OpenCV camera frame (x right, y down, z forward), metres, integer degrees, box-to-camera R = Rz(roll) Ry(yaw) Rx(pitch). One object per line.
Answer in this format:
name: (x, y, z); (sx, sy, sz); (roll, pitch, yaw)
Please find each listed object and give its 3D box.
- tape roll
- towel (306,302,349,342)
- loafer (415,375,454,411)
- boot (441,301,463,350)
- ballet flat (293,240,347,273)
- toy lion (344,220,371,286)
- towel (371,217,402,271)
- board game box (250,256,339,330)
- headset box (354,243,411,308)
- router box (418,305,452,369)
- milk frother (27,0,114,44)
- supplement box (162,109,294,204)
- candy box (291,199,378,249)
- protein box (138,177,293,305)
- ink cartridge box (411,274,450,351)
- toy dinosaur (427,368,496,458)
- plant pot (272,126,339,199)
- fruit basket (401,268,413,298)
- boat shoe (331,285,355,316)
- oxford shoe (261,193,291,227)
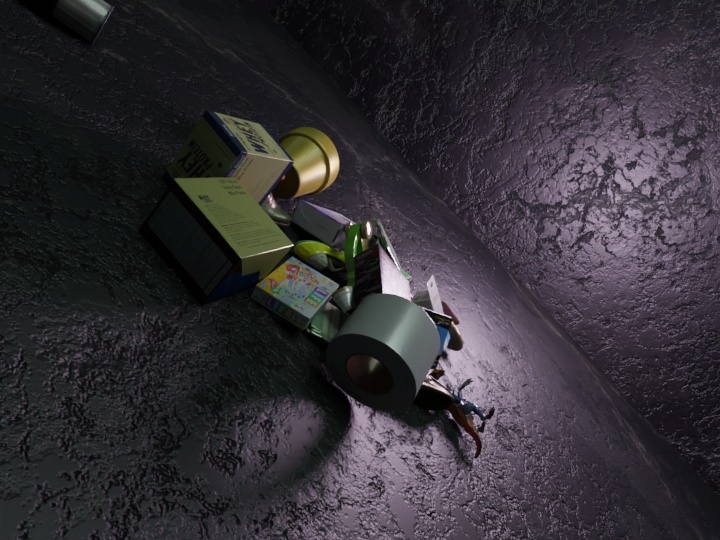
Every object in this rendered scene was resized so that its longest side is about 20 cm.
tape roll: (0.047, 0.167, 1.125); (0.203, 0.203, 0.139); (44, 44, -2)
towel: (-0.036, 0.151, 1.276); (0.200, 0.023, 0.153); (37, 23, -15)
loafer: (0.147, 0.277, 1.323); (0.200, 0.076, 0.068); (32, 31, -30)
boot: (0.287, 0.170, 1.761); (0.166, 0.072, 0.200); (5, 41, -55)
ballet flat: (-0.094, -0.029, 1.460); (0.200, 0.067, 0.067); (17, 44, -52)
toy lion: (0.000, 0.000, 1.443); (0.192, 0.068, 0.200); (-73, 151, -41)
towel: (0.082, -0.053, 1.571); (0.153, 0.023, 0.200); (60, 8, -30)
board game box: (-0.140, 0.045, 1.227); (0.134, 0.034, 0.200); (31, 25, 3)
headset box: (0.054, 0.046, 1.292); (0.149, 0.075, 0.200); (49, 23, -32)
router box: (0.146, 0.168, 1.418); (0.051, 0.150, 0.200); (17, -2, 44)
milk frother: (-0.725, -0.731, 1.409); (0.188, 0.200, 0.181); (30, 22, -33)
supplement box: (-0.301, -0.234, 1.269); (0.134, 0.200, 0.200); (49, 23, 15)
candy box: (-0.070, -0.118, 1.567); (0.167, 0.072, 0.200); (33, 11, 32)
protein box: (-0.281, -0.067, 1.096); (0.200, 0.135, 0.198); (48, 23, 8)
ink cartridge box: (0.193, 0.124, 1.567); (0.115, 0.068, 0.201); (-39, 114, -69)
toy dinosaur: (0.244, 0.334, 1.389); (0.181, 0.105, 0.200); (25, 35, 4)
plant pot: (-0.190, -0.303, 1.623); (0.201, 0.201, 0.189); (44, 36, -1)
fruit basket: (0.112, 0.084, 1.621); (0.201, 0.094, 0.185); (63, 24, 4)
boat shoe: (-0.001, 0.093, 1.311); (0.200, 0.071, 0.070); (23, 39, -59)
oxford shoe: (-0.254, -0.188, 1.439); (0.200, 0.075, 0.071); (35, 23, -23)
